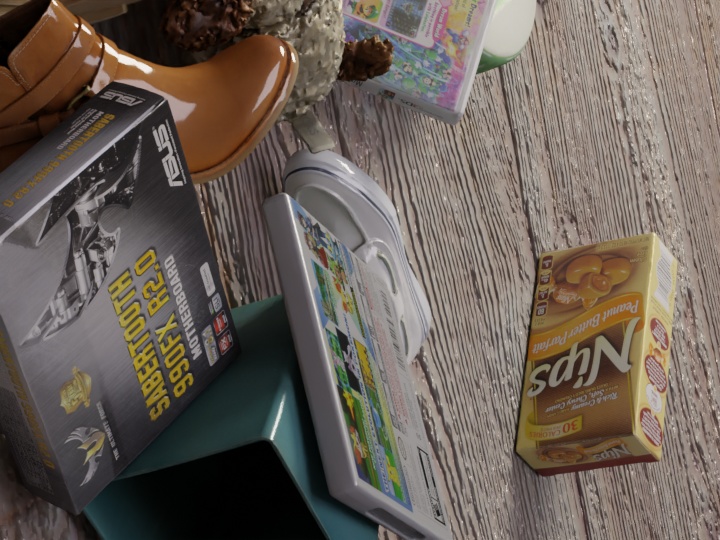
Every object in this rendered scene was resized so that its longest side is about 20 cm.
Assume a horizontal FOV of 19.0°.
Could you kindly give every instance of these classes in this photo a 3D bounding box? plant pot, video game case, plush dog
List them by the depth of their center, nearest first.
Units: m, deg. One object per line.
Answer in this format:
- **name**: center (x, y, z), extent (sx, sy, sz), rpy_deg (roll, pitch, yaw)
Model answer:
- **video game case**: center (-0.001, 0.070, 1.378), extent (0.182, 0.022, 0.201), rpy_deg (42, 31, -61)
- **plant pot**: center (-0.066, 0.112, 1.381), extent (0.142, 0.140, 0.201), rpy_deg (61, 26, -27)
- **plush dog**: center (-0.066, -0.184, 1.411), extent (0.172, 0.159, 0.201), rpy_deg (76, 22, -57)
- **video game case**: center (0.015, -0.224, 1.593), extent (0.181, 0.024, 0.201), rpy_deg (21, 62, -6)

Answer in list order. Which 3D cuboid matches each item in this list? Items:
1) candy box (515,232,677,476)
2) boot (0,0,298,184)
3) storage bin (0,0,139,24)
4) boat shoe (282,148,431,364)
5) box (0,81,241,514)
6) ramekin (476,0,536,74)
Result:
- **candy box**: center (0.205, 0.072, 1.856), extent (0.055, 0.115, 0.201), rpy_deg (44, 46, -43)
- **boot**: center (-0.147, -0.115, 1.292), extent (0.156, 0.199, 0.077), rpy_deg (55, 3, -38)
- **storage bin**: center (-0.216, -0.254, 1.287), extent (0.198, 0.093, 0.202), rpy_deg (-6, 85, -59)
- **boat shoe**: center (0.000, 0.000, 1.580), extent (0.200, 0.073, 0.067), rpy_deg (56, 35, -35)
- **box**: center (-0.155, 0.016, 1.251), extent (0.158, 0.048, 0.201), rpy_deg (-45, 138, -34)
- **ramekin**: center (0.061, -0.245, 1.732), extent (0.200, 0.097, 0.202), rpy_deg (25, 60, -53)
